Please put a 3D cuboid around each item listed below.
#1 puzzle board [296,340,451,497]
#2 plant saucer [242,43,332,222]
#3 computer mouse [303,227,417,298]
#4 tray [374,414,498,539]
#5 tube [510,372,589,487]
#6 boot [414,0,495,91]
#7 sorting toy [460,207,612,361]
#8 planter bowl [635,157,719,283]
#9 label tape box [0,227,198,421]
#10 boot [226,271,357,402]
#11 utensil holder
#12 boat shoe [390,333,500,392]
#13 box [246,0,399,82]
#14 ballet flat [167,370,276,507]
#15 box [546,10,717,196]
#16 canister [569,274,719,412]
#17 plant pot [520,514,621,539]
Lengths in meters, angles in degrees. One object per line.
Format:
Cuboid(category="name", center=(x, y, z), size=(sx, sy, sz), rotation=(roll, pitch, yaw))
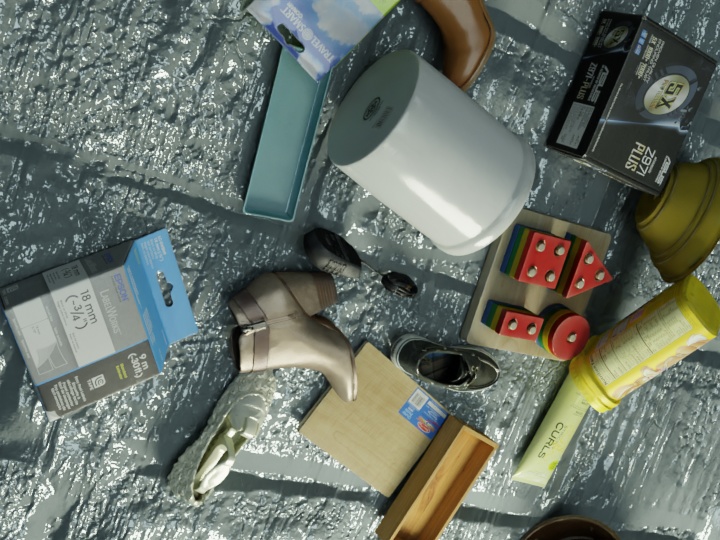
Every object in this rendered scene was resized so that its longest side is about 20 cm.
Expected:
Cuboid(category="puzzle board", center=(0.022, 0.207, 1.322), size=(0.151, 0.017, 0.200), rotation=(-51, 124, -5))
Cuboid(category="plant saucer", center=(-0.088, -0.161, 1.128), size=(0.069, 0.019, 0.203), rotation=(9, 104, -31))
Cuboid(category="computer mouse", center=(0.000, 0.000, 1.218), size=(0.199, 0.059, 0.034), rotation=(27, 117, -37))
Cuboid(category="tray", center=(0.111, 0.315, 1.389), size=(0.098, 0.037, 0.201), rotation=(33, 91, -43))
Cuboid(category="tube", center=(0.305, 0.243, 1.471), size=(0.058, 0.052, 0.202), rotation=(28, 100, 8))
Cuboid(category="boot", center=(0.090, -0.322, 1.130), size=(0.154, 0.077, 0.203), rotation=(11, 100, -32))
Cuboid(category="sorting toy", center=(0.266, 0.030, 1.358), size=(0.197, 0.069, 0.203), rotation=(12, 101, -31))
Cuboid(category="planter bowl", center=(0.453, -0.090, 1.374), size=(0.083, 0.200, 0.202), rotation=(26, 95, -4))
Cuboid(category="label tape box", center=(-0.283, 0.058, 1.073), size=(0.198, 0.063, 0.146), rotation=(-23, 118, -19))
Cuboid(category="boot", center=(-0.088, 0.094, 1.189), size=(0.145, 0.070, 0.203), rotation=(-20, 107, -23))
Cuboid(category="utensil holder", center=(0.082, -0.141, 1.143), size=(0.199, 0.170, 0.171), rotation=(33, 91, -30))
Cuboid(category="boat shoe", center=(0.128, 0.137, 1.323), size=(0.198, 0.056, 0.069), rotation=(16, 99, -37))
Cuboid(category="box", center=(-0.019, -0.324, 1.058), size=(0.200, 0.048, 0.122), rotation=(-43, 113, 10))
Cuboid(category="ballet flat", center=(-0.161, 0.210, 1.194), size=(0.072, 0.072, 0.201), rotation=(36, 88, -33))
Cuboid(category="box", center=(0.372, -0.228, 1.313), size=(0.162, 0.086, 0.202), rotation=(18, 98, -33))
Cuboid(category="canister", center=(0.409, 0.102, 1.371), size=(0.200, 0.148, 0.087), rotation=(-41, 87, 29))
Cuboid(category="plant pot", center=(0.358, 0.530, 1.525), size=(0.200, 0.200, 0.199), rotation=(-41, 129, -9))
